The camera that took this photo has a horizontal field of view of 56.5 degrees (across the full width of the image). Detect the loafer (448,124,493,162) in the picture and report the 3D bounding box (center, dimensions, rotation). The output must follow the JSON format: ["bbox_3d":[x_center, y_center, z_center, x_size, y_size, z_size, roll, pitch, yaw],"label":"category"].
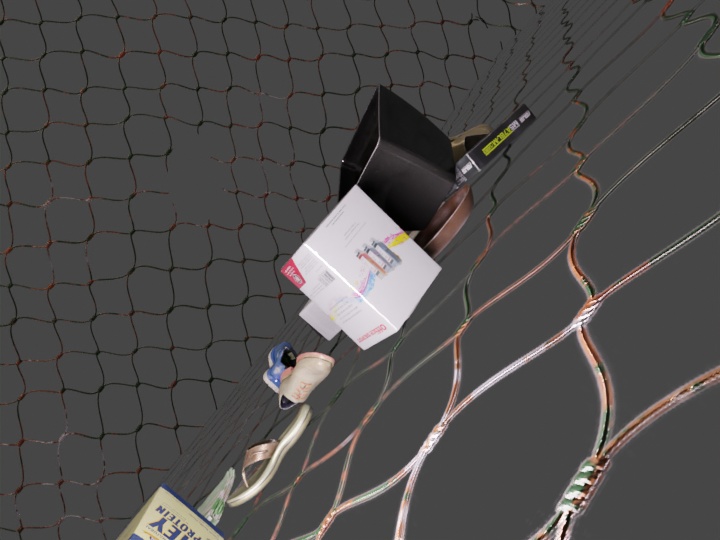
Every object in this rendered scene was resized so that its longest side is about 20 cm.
[{"bbox_3d":[0.221,-0.269,1.514,0.198,0.077,0.068,-32,16,-1],"label":"loafer"}]

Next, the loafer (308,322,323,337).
[{"bbox_3d":[-0.093,0.115,1.772,0.071,0.073,0.200,-43,15,7],"label":"loafer"}]

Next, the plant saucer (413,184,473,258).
[{"bbox_3d":[0.145,-0.072,1.239,0.201,0.034,0.200,-49,6,7],"label":"plant saucer"}]

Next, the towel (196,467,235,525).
[{"bbox_3d":[-0.305,0.479,1.289,0.153,0.023,0.200,-51,6,6],"label":"towel"}]

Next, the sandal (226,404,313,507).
[{"bbox_3d":[-0.154,0.297,1.100,0.202,0.057,0.080,-53,6,-20],"label":"sandal"}]

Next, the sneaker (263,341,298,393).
[{"bbox_3d":[-0.191,0.239,1.744,0.089,0.079,0.201,-41,16,13],"label":"sneaker"}]

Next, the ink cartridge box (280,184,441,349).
[{"bbox_3d":[0.000,0.000,1.091,0.145,0.200,0.145,-49,6,-28],"label":"ink cartridge box"}]

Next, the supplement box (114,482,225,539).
[{"bbox_3d":[-0.317,0.457,0.961,0.201,0.134,0.200,-50,6,0],"label":"supplement box"}]

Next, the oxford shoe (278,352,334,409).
[{"bbox_3d":[-0.104,0.214,1.282,0.200,0.070,0.075,132,155,-54],"label":"oxford shoe"}]

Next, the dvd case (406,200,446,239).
[{"bbox_3d":[0.088,-0.142,1.477,0.151,0.200,0.025,-49,-35,11],"label":"dvd case"}]

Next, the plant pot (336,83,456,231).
[{"bbox_3d":[0.071,-0.192,1.272,0.202,0.174,0.201,-90,24,-46],"label":"plant pot"}]

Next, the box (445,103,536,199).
[{"bbox_3d":[0.232,-0.223,1.331,0.193,0.048,0.200,-45,2,-27],"label":"box"}]

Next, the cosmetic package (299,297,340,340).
[{"bbox_3d":[-0.047,0.064,1.536,0.200,0.101,0.074,-44,9,40],"label":"cosmetic package"}]
